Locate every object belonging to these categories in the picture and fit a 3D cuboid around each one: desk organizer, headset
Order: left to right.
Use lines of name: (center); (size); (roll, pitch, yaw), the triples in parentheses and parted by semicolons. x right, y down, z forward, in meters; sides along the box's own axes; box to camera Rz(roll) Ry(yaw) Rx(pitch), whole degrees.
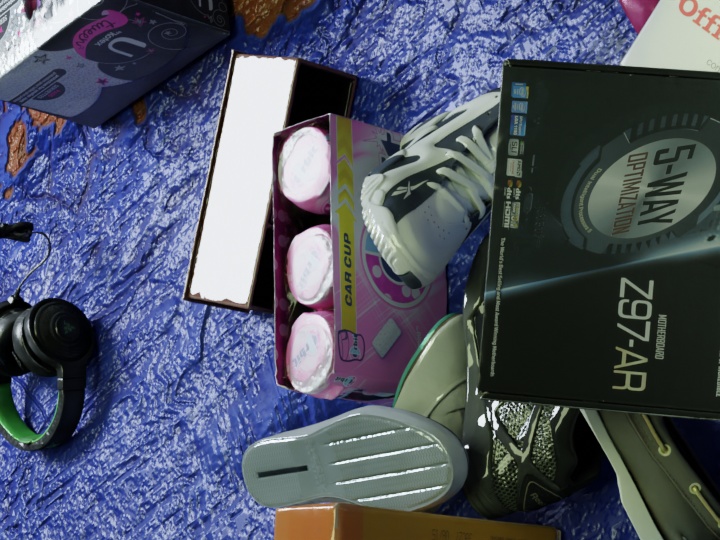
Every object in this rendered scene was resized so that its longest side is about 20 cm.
headset: (-0.297, 0.058, 1.864); (0.123, 0.094, 0.200); (-1, 91, 47)
desk organizer: (-0.069, -0.065, 1.664); (0.077, 0.072, 0.200); (9, 87, 46)

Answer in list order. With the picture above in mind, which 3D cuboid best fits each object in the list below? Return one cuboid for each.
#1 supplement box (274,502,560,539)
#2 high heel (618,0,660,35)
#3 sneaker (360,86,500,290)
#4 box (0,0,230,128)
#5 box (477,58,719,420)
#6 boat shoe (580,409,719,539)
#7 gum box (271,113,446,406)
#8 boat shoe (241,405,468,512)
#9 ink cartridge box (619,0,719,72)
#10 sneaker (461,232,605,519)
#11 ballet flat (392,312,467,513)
supplement box: (0.039, 0.191, 1.383); (0.069, 0.200, 0.067); (-12, 72, 50)
high heel: (0.159, -0.189, 1.443); (0.200, 0.067, 0.096); (22, 86, 45)
sneaker: (0.082, -0.069, 1.448); (0.130, 0.199, 0.080); (-30, 99, 26)
box: (-0.224, -0.221, 1.824); (0.200, 0.132, 0.115); (-29, 58, 40)
box: (0.155, -0.018, 1.247); (0.160, 0.044, 0.200); (5, 92, 8)
boat shoe: (0.168, 0.085, 1.314); (0.060, 0.072, 0.202); (-25, 99, 8)
gum box: (0.000, 0.000, 1.539); (0.066, 0.113, 0.200); (-17, 68, 44)
boat shoe: (0.006, 0.122, 1.448); (0.200, 0.067, 0.074); (-3, 99, 44)
ink cartridge box: (0.214, -0.065, 1.325); (0.145, 0.084, 0.200); (42, 111, 30)
sneaker: (0.126, 0.061, 1.420); (0.114, 0.076, 0.200); (-13, 60, 29)
ballet flat: (0.048, 0.122, 1.499); (0.069, 0.069, 0.200); (53, 126, 41)
